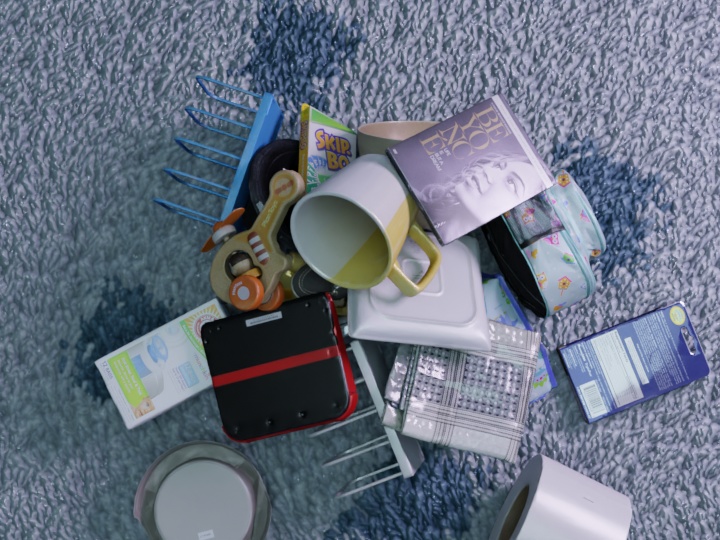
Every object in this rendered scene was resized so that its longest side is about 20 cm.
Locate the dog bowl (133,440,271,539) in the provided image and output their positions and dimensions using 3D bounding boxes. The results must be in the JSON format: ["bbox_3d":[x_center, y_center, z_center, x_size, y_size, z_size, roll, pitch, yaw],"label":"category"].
[{"bbox_3d":[-0.227,0.347,1.658,0.199,0.059,0.201,0,86,0],"label":"dog bowl"}]

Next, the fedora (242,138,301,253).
[{"bbox_3d":[-0.104,-0.092,1.647,0.091,0.200,0.201,-29,86,40],"label":"fedora"}]

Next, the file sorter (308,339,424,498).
[{"bbox_3d":[-0.008,0.210,1.625,0.124,0.139,0.201,-23,86,10],"label":"file sorter"}]

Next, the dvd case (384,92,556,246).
[{"bbox_3d":[0.150,-0.138,1.519,0.200,0.016,0.149,-28,84,-25],"label":"dvd case"}]

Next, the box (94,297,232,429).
[{"bbox_3d":[-0.265,0.133,1.651,0.199,0.101,0.113,-27,87,-2],"label":"box"}]

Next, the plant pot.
[{"bbox_3d":[0.092,-0.136,1.641,0.199,0.200,0.135,2,106,0],"label":"plant pot"}]

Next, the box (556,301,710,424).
[{"bbox_3d":[0.406,0.136,1.690,0.199,0.032,0.122,-21,87,0],"label":"box"}]

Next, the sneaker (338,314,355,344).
[{"bbox_3d":[0.014,0.052,1.681,0.199,0.073,0.071,-25,77,-11],"label":"sneaker"}]

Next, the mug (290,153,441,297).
[{"bbox_3d":[0.012,-0.063,1.523,0.149,0.153,0.187,-2,123,33],"label":"mug"}]

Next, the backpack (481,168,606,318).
[{"bbox_3d":[0.264,-0.038,1.628,0.153,0.176,0.201,-20,82,-3],"label":"backpack"}]

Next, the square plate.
[{"bbox_3d":[0.079,0.015,1.564,0.199,0.028,0.199,7,52,-12],"label":"square plate"}]

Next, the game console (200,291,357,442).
[{"bbox_3d":[-0.113,0.137,1.569,0.199,0.031,0.178,-15,84,13],"label":"game console"}]

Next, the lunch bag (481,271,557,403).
[{"bbox_3d":[0.170,0.128,1.649,0.170,0.127,0.200,-31,98,-7],"label":"lunch bag"}]

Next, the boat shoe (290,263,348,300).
[{"bbox_3d":[0.000,0.000,1.596,0.199,0.057,0.067,-9,81,-28],"label":"boat shoe"}]

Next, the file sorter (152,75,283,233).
[{"bbox_3d":[-0.206,-0.165,1.656,0.122,0.139,0.201,18,86,5],"label":"file sorter"}]

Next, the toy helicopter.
[{"bbox_3d":[-0.141,-0.049,1.529,0.132,0.079,0.201,32,100,21],"label":"toy helicopter"}]

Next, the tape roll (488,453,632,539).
[{"bbox_3d":[0.271,0.377,1.589,0.139,0.203,0.203,27,86,1],"label":"tape roll"}]

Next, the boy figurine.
[{"bbox_3d":[-0.100,0.028,1.634,0.199,0.065,0.125,10,128,-11],"label":"boy figurine"}]

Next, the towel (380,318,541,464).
[{"bbox_3d":[0.139,0.148,1.553,0.199,0.035,0.193,16,77,-4],"label":"towel"}]

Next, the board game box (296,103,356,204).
[{"bbox_3d":[-0.048,-0.149,1.646,0.095,0.030,0.201,26,49,-37],"label":"board game box"}]
